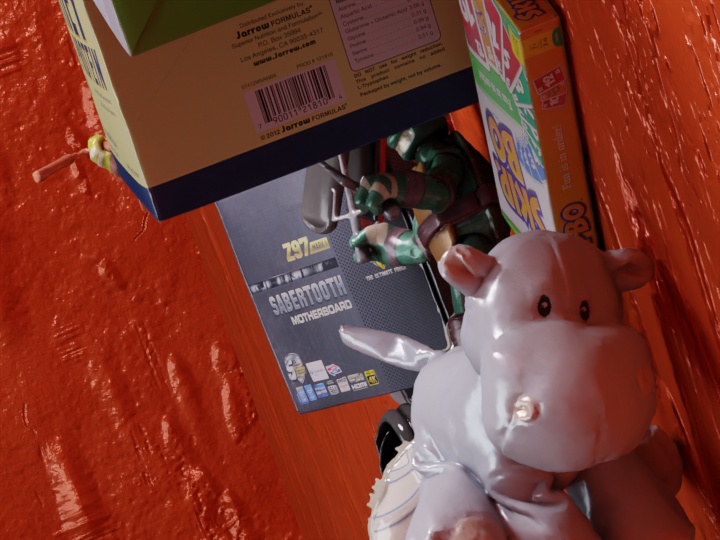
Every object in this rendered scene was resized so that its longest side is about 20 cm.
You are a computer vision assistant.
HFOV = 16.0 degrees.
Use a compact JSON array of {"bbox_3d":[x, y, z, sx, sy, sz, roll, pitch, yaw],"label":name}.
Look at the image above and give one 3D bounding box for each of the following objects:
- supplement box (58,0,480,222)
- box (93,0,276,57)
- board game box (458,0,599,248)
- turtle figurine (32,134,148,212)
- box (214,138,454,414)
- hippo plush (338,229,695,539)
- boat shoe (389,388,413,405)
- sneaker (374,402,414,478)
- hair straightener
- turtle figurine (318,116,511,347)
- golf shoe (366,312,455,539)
[{"bbox_3d":[-0.058,-0.162,1.335,0.134,0.199,0.201,-140,31,-72],"label":"supplement box"},{"bbox_3d":[-0.047,-0.200,1.159,0.177,0.199,0.097,-129,18,-62],"label":"box"},{"bbox_3d":[0.085,-0.067,1.263,0.096,0.030,0.201,-119,9,-48],"label":"board game box"},{"bbox_3d":[-0.106,-0.082,1.696,0.161,0.199,0.065,-41,61,39],"label":"turtle figurine"},{"bbox_3d":[0.000,0.000,1.627,0.200,0.051,0.159,-16,95,54],"label":"box"},{"bbox_3d":[0.099,0.057,1.205,0.161,0.158,0.201,112,155,-44],"label":"hippo plush"},{"bbox_3d":[0.032,0.004,1.688,0.066,0.070,0.201,8,116,55],"label":"boat shoe"},{"bbox_3d":[0.060,0.125,1.673,0.200,0.099,0.071,80,164,-61],"label":"sneaker"},{"bbox_3d":[-0.016,-0.118,1.494,0.041,0.077,0.201,26,116,49],"label":"hair straightener"},{"bbox_3d":[0.040,-0.022,1.413,0.150,0.100,0.201,66,180,-70],"label":"turtle figurine"},{"bbox_3d":[0.064,0.120,1.464,0.097,0.078,0.201,27,104,60],"label":"golf shoe"}]
